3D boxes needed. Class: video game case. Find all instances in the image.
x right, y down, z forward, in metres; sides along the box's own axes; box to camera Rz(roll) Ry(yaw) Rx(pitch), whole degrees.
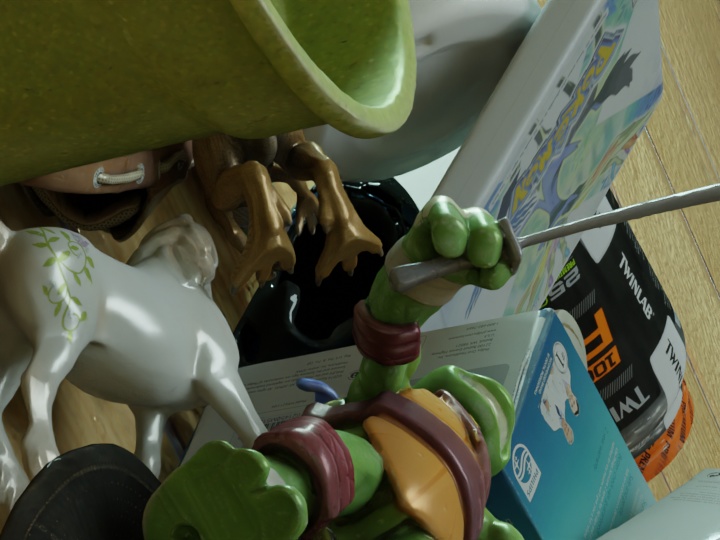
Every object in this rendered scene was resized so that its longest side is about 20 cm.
[{"bbox_3d":[0.067,-0.029,1.150,0.201,0.022,0.182,-60,164,-13],"label":"video game case"}]

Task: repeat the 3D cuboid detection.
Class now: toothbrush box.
[{"bbox_3d":[0.039,0.124,1.045,0.201,0.146,0.086,60,34,-31],"label":"toothbrush box"}]

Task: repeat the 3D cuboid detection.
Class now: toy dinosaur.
[{"bbox_3d":[-0.040,-0.050,0.967,0.107,0.060,0.200,59,-19,25],"label":"toy dinosaur"}]

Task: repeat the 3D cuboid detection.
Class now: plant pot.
[{"bbox_3d":[-0.108,-0.100,0.790,0.200,0.183,0.202,-21,90,-75],"label":"plant pot"}]

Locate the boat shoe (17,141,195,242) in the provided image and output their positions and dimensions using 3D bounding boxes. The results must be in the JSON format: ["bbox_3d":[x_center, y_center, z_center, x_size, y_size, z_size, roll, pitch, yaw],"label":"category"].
[{"bbox_3d":[-0.096,-0.049,1.003,0.200,0.075,0.072,26,77,-80],"label":"boat shoe"}]

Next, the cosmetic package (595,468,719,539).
[{"bbox_3d":[0.111,0.189,0.971,0.150,0.051,0.201,-26,110,-40],"label":"cosmetic package"}]

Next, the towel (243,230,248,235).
[{"bbox_3d":[-0.089,-0.123,1.188,0.150,0.031,0.200,-90,157,-46],"label":"towel"}]

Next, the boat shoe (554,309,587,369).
[{"bbox_3d":[0.060,0.080,1.120,0.200,0.061,0.075,79,22,-59],"label":"boat shoe"}]

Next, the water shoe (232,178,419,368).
[{"bbox_3d":[0.000,0.000,1.150,0.071,0.079,0.200,28,33,-4],"label":"water shoe"}]

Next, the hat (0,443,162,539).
[{"bbox_3d":[-0.076,0.152,0.770,0.201,0.081,0.201,55,20,-32],"label":"hat"}]

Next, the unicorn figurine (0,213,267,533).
[{"bbox_3d":[-0.078,0.031,0.928,0.200,0.073,0.138,45,33,-62],"label":"unicorn figurine"}]

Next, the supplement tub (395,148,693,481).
[{"bbox_3d":[0.086,0.015,1.408,0.201,0.122,0.123,58,19,-32],"label":"supplement tub"}]

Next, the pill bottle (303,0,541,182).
[{"bbox_3d":[-0.018,-0.144,1.141,0.201,0.111,0.111,58,10,25],"label":"pill bottle"}]

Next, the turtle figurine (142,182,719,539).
[{"bbox_3d":[0.039,0.059,0.826,0.194,0.199,0.145,-35,131,-58],"label":"turtle figurine"}]
